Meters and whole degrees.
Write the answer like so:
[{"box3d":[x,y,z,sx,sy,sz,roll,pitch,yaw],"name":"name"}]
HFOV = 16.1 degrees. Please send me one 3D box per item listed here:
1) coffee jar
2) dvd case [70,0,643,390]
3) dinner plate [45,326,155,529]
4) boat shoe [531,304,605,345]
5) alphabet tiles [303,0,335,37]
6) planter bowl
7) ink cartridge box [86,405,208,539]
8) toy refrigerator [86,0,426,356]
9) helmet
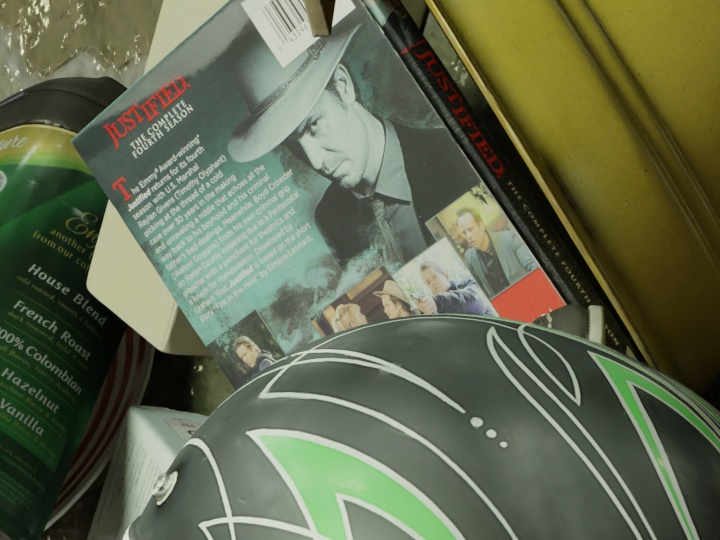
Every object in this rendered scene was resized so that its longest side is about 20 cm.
[{"box3d":[-0.141,0.019,1.017,0.104,0.085,0.201,-19,42,50],"name":"coffee jar"},{"box3d":[0.000,0.000,0.873,0.146,0.022,0.200,-37,88,38],"name":"dvd case"},{"box3d":[-0.172,0.057,1.087,0.199,0.024,0.201,-14,50,17],"name":"dinner plate"},{"box3d":[0.034,0.097,0.827,0.067,0.057,0.201,-84,5,-59],"name":"boat shoe"},{"box3d":[-0.014,-0.172,0.785,0.201,0.007,0.168,-83,-16,-47],"name":"alphabet tiles"},{"box3d":[0.081,-0.059,0.770,0.083,0.200,0.201,-32,55,4],"name":"planter bowl"},{"box3d":[-0.059,0.167,0.967,0.200,0.057,0.163,41,117,51],"name":"ink cartridge box"},{"box3d":[-0.035,-0.072,0.957,0.070,0.076,0.201,34,113,47],"name":"toy refrigerator"},{"box3d":[0.032,0.106,0.689,0.200,0.199,0.192,-15,69,49],"name":"helmet"}]
